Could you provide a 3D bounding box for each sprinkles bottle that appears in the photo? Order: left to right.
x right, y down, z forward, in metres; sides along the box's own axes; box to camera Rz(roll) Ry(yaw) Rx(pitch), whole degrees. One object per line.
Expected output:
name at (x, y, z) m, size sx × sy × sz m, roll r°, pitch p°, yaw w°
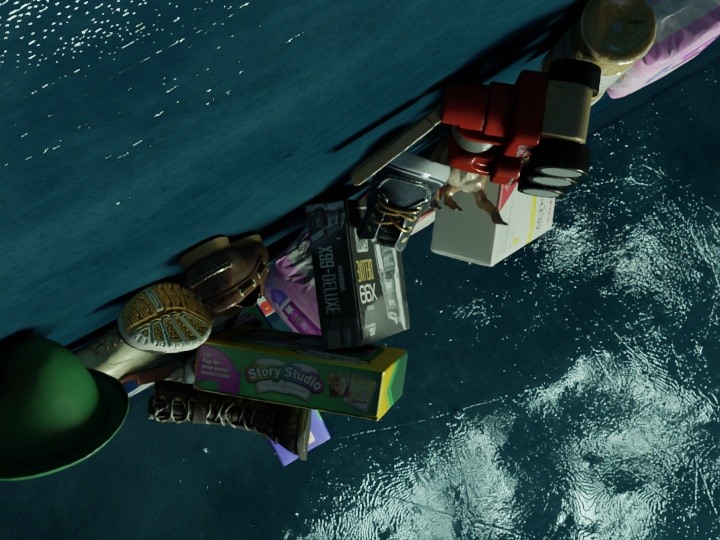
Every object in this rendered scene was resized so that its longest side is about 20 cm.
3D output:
sprinkles bottle at (0.213, -0.198, 1.148) m, size 0.068 × 0.068 × 0.200 m, roll -30°, pitch 177°, yaw -5°

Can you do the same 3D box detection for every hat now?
hat at (-0.295, 0.066, 1.075) m, size 0.166 × 0.176 × 0.200 m, roll -31°, pitch -144°, yaw -34°

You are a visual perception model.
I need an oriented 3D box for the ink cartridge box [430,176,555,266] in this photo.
ink cartridge box at (0.171, -0.103, 1.521) m, size 0.083 × 0.145 × 0.200 m, roll 14°, pitch -159°, yaw 25°

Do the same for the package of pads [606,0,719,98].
package of pads at (0.304, -0.242, 1.253) m, size 0.120 × 0.076 × 0.200 m, roll -29°, pitch 177°, yaw 1°

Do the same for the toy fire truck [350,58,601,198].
toy fire truck at (0.098, -0.119, 1.118) m, size 0.200 × 0.129 × 0.176 m, roll 9°, pitch 175°, yaw 0°

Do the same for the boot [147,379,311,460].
boot at (-0.149, 0.161, 1.389) m, size 0.174 × 0.069 × 0.200 m, roll 5°, pitch -175°, yaw -15°

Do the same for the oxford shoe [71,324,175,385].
oxford shoe at (-0.282, 0.090, 1.371) m, size 0.200 × 0.071 × 0.074 m, roll -15°, pitch 130°, yaw -53°

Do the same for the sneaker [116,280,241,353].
sneaker at (-0.197, 0.054, 1.294) m, size 0.088 × 0.076 × 0.200 m, roll -30°, pitch 177°, yaw 27°

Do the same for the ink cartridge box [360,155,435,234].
ink cartridge box at (0.047, -0.077, 1.622) m, size 0.116 × 0.068 × 0.200 m, roll -29°, pitch 176°, yaw -22°

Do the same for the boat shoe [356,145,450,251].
boat shoe at (0.040, -0.068, 1.261) m, size 0.200 × 0.071 × 0.091 m, roll 118°, pitch -9°, yaw -88°

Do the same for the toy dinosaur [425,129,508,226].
toy dinosaur at (0.115, -0.130, 1.364) m, size 0.086 × 0.136 × 0.200 m, roll 11°, pitch -174°, yaw -21°

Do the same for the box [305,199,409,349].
box at (0.000, 0.000, 1.409) m, size 0.050 × 0.158 × 0.200 m, roll -7°, pitch 180°, yaw 17°

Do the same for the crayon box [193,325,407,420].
crayon box at (-0.060, 0.109, 1.363) m, size 0.200 × 0.058 × 0.173 m, roll 8°, pitch -175°, yaw 10°

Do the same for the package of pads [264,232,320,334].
package of pads at (-0.061, 0.028, 1.603) m, size 0.076 × 0.121 × 0.200 m, roll -40°, pitch 179°, yaw -15°

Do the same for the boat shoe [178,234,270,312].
boat shoe at (-0.128, 0.007, 1.251) m, size 0.070 × 0.070 × 0.200 m, roll -32°, pitch 178°, yaw 11°

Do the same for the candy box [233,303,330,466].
candy box at (-0.127, 0.125, 1.593) m, size 0.077 × 0.169 × 0.200 m, roll -29°, pitch -152°, yaw -9°

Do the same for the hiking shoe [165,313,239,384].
hiking shoe at (-0.197, 0.063, 1.459) m, size 0.200 × 0.087 × 0.074 m, roll -57°, pitch -172°, yaw 29°

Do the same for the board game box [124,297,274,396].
board game box at (-0.255, 0.104, 1.810) m, size 0.200 × 0.056 × 0.196 m, roll -33°, pitch 177°, yaw 41°
